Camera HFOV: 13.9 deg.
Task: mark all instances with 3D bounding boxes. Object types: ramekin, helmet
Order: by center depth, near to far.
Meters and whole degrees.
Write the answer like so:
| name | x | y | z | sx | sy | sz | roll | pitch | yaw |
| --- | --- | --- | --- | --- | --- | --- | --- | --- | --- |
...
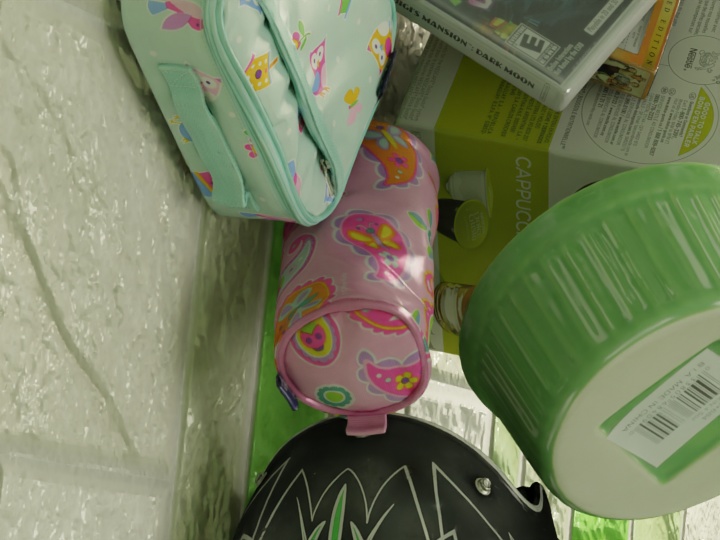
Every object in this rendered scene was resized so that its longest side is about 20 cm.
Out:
| name | x | y | z | sx | sy | sz | roll | pitch | yaw |
| --- | --- | --- | --- | --- | --- | --- | --- | --- | --- |
| helmet | 0.017 | 0.178 | 1.579 | 0.191 | 0.199 | 0.201 | 20 | 74 | -70 |
| ramekin | 0.164 | 0.046 | 1.630 | 0.098 | 0.200 | 0.200 | 63 | 0 | 40 |

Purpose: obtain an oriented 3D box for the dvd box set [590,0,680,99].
| name | x | y | z | sx | sy | sz | roll | pitch | yaw |
| --- | --- | --- | --- | --- | --- | --- | --- | --- | --- |
| dvd box set | 0.092 | -0.190 | 1.698 | 0.029 | 0.199 | 0.147 | 108 | 2 | -53 |

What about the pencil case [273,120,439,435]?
| name | x | y | z | sx | sy | sz | roll | pitch | yaw |
| --- | --- | --- | --- | --- | --- | --- | --- | --- | --- |
| pencil case | 0.000 | 0.000 | 1.578 | 0.200 | 0.087 | 0.088 | -88 | 167 | -56 |

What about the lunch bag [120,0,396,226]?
| name | x | y | z | sx | sy | sz | roll | pitch | yaw |
| --- | --- | --- | --- | --- | --- | --- | --- | --- | --- |
| lunch bag | -0.049 | -0.123 | 1.519 | 0.200 | 0.077 | 0.161 | 64 | 37 | -49 |

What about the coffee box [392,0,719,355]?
| name | x | y | z | sx | sy | sz | roll | pitch | yaw |
| --- | --- | --- | --- | --- | --- | --- | --- | --- | --- |
| coffee box | 0.143 | -0.072 | 1.780 | 0.200 | 0.197 | 0.200 | 86 | 21 | -49 |

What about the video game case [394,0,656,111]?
| name | x | y | z | sx | sy | sz | roll | pitch | yaw |
| --- | --- | --- | --- | --- | --- | --- | --- | --- | --- |
| video game case | 0.088 | -0.198 | 1.668 | 0.200 | 0.182 | 0.023 | -49 | 166 | -36 |
